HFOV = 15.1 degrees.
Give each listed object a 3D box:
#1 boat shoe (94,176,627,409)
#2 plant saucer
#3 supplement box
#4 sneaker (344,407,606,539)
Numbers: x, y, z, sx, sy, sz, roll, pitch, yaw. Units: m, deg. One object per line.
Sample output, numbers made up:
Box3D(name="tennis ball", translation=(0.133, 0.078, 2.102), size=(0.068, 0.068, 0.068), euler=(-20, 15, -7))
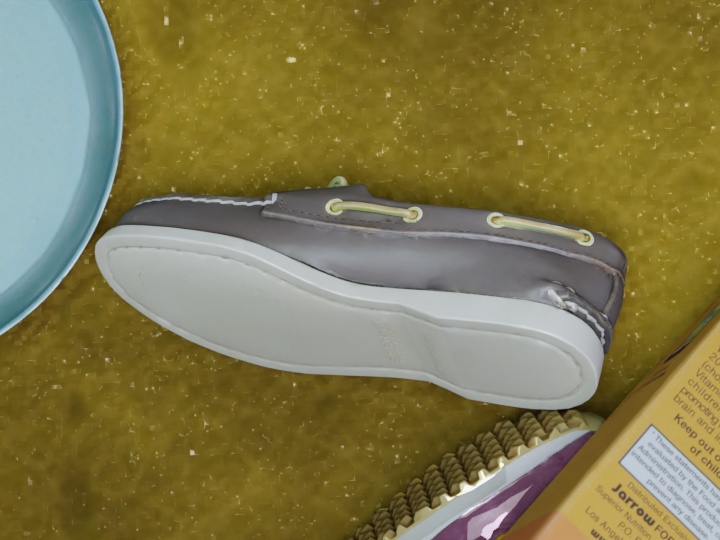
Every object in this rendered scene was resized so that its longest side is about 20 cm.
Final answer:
Box3D(name="boat shoe", translation=(0.000, 0.000, 1.014), size=(0.200, 0.072, 0.060), euler=(10, 56, 19))
Box3D(name="plant saucer", translation=(-0.188, -0.057, 1.067), size=(0.200, 0.027, 0.200), euler=(-1, 82, 8))
Box3D(name="supplement box", translation=(0.128, 0.057, 0.948), size=(0.069, 0.067, 0.200), euler=(42, 68, -2))
Box3D(name="sneaker", translation=(0.026, 0.135, 0.995), size=(0.200, 0.075, 0.090), euler=(-39, 95, 3))
